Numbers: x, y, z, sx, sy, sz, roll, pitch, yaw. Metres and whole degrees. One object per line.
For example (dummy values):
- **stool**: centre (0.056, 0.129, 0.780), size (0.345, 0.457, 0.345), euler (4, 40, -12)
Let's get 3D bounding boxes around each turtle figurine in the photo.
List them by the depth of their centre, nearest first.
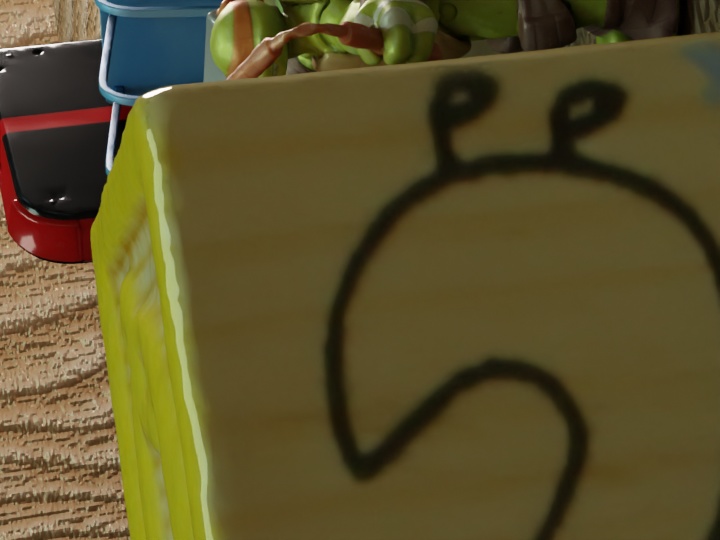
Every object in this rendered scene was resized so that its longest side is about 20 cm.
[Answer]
- **turtle figurine**: centre (0.016, -0.082, 0.726), size (0.200, 0.160, 0.065), euler (155, 108, -78)

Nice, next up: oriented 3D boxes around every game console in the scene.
- **game console**: centre (-0.096, -0.073, 1.163), size (0.177, 0.199, 0.031), euler (-113, 20, -51)

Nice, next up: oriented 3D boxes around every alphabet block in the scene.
- **alphabet block**: centre (0.039, 0.051, 0.608), size (0.196, 0.199, 0.196), euler (133, 128, -74)

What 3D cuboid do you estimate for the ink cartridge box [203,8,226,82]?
- **ink cartridge box**: centre (0.000, 0.000, 0.968), size (0.200, 0.045, 0.177), euler (47, 149, 31)

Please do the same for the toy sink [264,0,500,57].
- **toy sink**: centre (0.010, -0.140, 0.836), size (0.200, 0.111, 0.131), euler (99, 160, -54)

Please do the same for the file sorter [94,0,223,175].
- **file sorter**: centre (-0.065, -0.151, 1.064), size (0.123, 0.138, 0.201), euler (-94, 3, -59)
